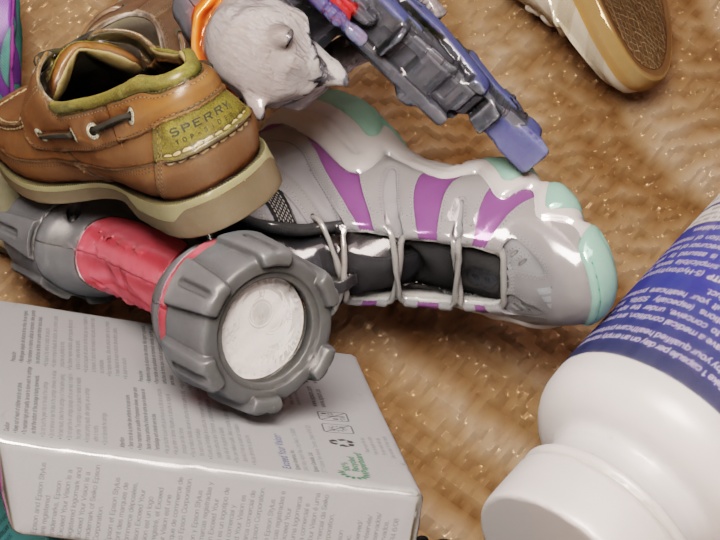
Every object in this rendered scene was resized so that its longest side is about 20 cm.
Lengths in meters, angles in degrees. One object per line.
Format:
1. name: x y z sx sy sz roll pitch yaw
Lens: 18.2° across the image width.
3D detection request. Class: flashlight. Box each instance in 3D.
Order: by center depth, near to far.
1. flashlight: -0.088 0.002 0.920 0.068 0.068 0.200 -40 32 -21

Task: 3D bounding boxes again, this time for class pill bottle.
1. pill bottle: 0.146 0.062 0.954 0.120 0.120 0.200 38 62 15

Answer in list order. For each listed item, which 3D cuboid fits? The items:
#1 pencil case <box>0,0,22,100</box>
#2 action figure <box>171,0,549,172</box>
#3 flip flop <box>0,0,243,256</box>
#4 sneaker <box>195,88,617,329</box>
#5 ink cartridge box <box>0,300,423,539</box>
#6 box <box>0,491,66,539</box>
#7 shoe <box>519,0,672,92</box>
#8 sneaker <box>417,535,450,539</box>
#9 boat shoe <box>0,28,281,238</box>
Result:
1. pencil case: -0.254 -0.101 1.020 0.199 0.092 0.085 -5 102 -11
2. action figure: -0.017 -0.099 0.964 0.200 0.105 0.194 45 18 -6
3. flip flop: -0.109 -0.088 1.046 0.081 0.058 0.200 33 61 13
4. sneaker: 0.000 0.000 0.968 0.200 0.078 0.140 23 44 38
5. ink cartridge box: -0.088 0.061 0.885 0.199 0.196 0.043 8 102 -8
6. box: -0.078 0.159 0.888 0.082 0.049 0.200 -7 53 -53
7. shoe: 0.098 -0.168 1.130 0.070 0.053 0.201 3 57 -44
8. sneaker: -0.004 0.138 0.858 0.200 0.091 0.076 -4 52 -52
9. boat shoe: -0.101 -0.068 0.922 0.072 0.068 0.200 -37 27 -26
